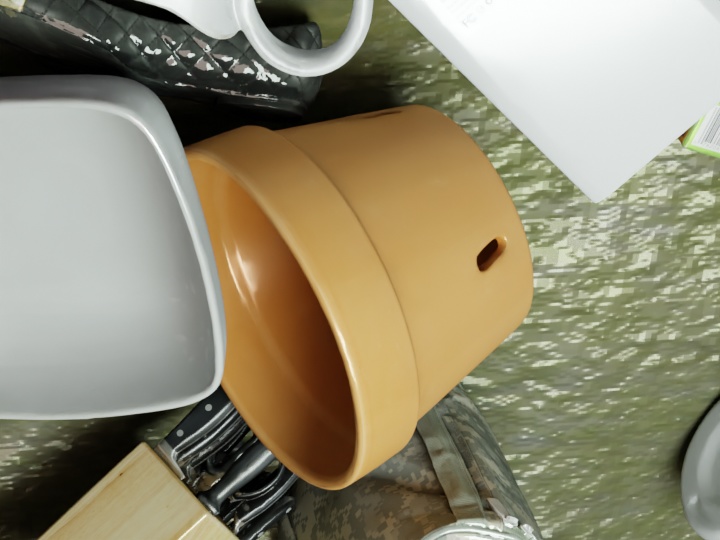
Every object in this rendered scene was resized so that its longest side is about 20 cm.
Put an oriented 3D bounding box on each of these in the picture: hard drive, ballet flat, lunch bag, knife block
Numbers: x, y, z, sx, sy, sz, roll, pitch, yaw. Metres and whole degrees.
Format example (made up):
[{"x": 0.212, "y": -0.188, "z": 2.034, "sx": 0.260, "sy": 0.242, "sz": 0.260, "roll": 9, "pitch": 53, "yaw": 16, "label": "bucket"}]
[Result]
[{"x": 0.114, "y": -0.144, "z": 1.440, "sx": 0.132, "sy": 0.025, "sz": 0.200, "roll": -40, "pitch": 116, "yaw": 15, "label": "hard drive"}, {"x": -0.114, "y": -0.126, "z": 1.399, "sx": 0.199, "sy": 0.066, "sz": 0.057, "roll": 13, "pitch": 77, "yaw": -23, "label": "ballet flat"}, {"x": 0.036, "y": 0.163, "z": 1.518, "sx": 0.139, "sy": 0.200, "sz": 0.168, "roll": -3, "pitch": 123, "yaw": -14, "label": "lunch bag"}, {"x": -0.122, "y": 0.144, "z": 1.496, "sx": 0.200, "sy": 0.064, "sz": 0.176, "roll": -18, "pitch": 143, "yaw": -44, "label": "knife block"}]

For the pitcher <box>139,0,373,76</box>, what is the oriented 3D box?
[{"x": -0.037, "y": -0.203, "z": 1.322, "sx": 0.171, "sy": 0.121, "sz": 0.200, "roll": 28, "pitch": 118, "yaw": -20, "label": "pitcher"}]

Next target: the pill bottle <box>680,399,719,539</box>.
[{"x": 0.307, "y": 0.153, "z": 1.635, "sx": 0.200, "sy": 0.112, "sz": 0.112, "roll": 28, "pitch": 110, "yaw": -27, "label": "pill bottle"}]

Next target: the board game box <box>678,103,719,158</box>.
[{"x": 0.291, "y": -0.091, "z": 1.533, "sx": 0.199, "sy": 0.030, "sz": 0.096, "roll": 16, "pitch": 116, "yaw": -20, "label": "board game box"}]

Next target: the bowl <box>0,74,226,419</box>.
[{"x": -0.170, "y": -0.021, "z": 1.399, "sx": 0.199, "sy": 0.075, "sz": 0.200, "roll": -3, "pitch": 124, "yaw": 16, "label": "bowl"}]

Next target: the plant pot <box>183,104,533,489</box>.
[{"x": 0.000, "y": 0.000, "z": 1.422, "sx": 0.140, "sy": 0.200, "sz": 0.201, "roll": -26, "pitch": 126, "yaw": -23, "label": "plant pot"}]
